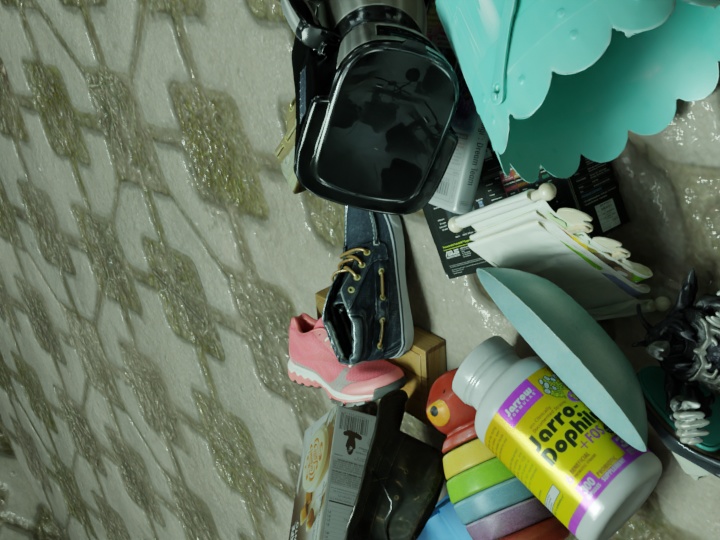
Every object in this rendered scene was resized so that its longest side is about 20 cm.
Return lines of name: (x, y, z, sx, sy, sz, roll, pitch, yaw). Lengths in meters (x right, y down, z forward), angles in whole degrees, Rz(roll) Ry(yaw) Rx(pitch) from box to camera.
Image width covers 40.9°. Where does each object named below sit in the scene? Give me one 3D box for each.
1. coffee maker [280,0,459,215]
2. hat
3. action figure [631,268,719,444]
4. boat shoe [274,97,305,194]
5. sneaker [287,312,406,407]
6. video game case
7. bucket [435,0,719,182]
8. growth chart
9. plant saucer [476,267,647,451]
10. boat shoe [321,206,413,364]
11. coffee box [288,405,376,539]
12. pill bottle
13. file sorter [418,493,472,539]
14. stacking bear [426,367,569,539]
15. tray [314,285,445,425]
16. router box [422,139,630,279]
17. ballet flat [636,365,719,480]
coffee maker: (0.009, -0.136, 0.788, 0.202, 0.132, 0.195, -95, -1, -51)
hat: (0.047, 0.235, 1.045, 0.079, 0.201, 0.204, 12, 124, 16)
action figure: (0.278, 0.069, 0.719, 0.198, 0.101, 0.121, 16, 101, 41)
boat shoe: (-0.053, -0.163, 1.071, 0.067, 0.073, 0.200, 51, 143, 11)
sneaker: (-0.027, 0.099, 1.129, 0.198, 0.073, 0.089, 10, 114, 49)
video game case: (0.058, -0.162, 0.877, 0.199, 0.023, 0.186, 28, 108, 57)
bucket: (0.157, -0.172, 0.674, 0.137, 0.204, 0.208, 63, 146, 17)
growth chart: (0.169, -0.006, 0.808, 0.199, 0.018, 0.143, 36, 152, -32)
plant saucer: (0.176, 0.061, 0.800, 0.201, 0.039, 0.201, 48, 179, 1)
boat shoe: (0.000, 0.000, 1.055, 0.070, 0.090, 0.204, -16, 84, 48)
coffee box: (-0.030, 0.288, 1.203, 0.114, 0.078, 0.203, 134, 149, -55)
pill bottle: (0.179, 0.154, 0.914, 0.200, 0.103, 0.105, 43, 139, 30)
file sorter: (0.081, 0.383, 1.166, 0.140, 0.121, 0.201, 53, 143, 17)
stacking bear: (0.130, 0.198, 1.006, 0.121, 0.112, 0.203, -42, 65, 51)
tray: (0.021, 0.098, 1.157, 0.199, 0.037, 0.100, 26, 129, 45)
router box: (0.131, -0.086, 0.875, 0.199, 0.061, 0.152, -15, 97, 56)
ballet flat: (0.301, 0.154, 0.784, 0.199, 0.072, 0.074, 32, 133, 37)
